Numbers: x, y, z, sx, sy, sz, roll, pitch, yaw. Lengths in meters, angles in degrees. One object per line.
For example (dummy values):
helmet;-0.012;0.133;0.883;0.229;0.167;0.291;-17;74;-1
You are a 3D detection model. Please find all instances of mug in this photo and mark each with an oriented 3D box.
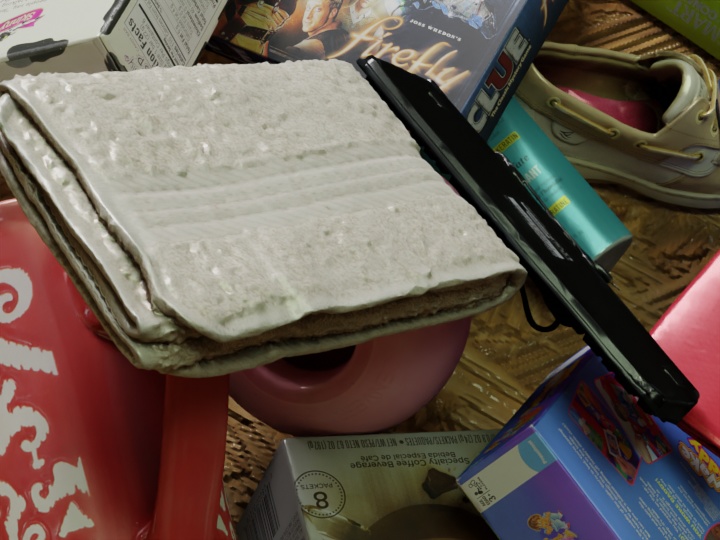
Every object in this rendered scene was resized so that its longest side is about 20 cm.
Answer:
mug;-0.113;0.078;0.772;0.132;0.178;0.201;-11;62;-12

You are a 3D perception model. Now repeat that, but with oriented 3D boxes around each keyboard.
keyboard;0.067;-0.005;0.838;0.200;0.040;0.104;53;16;21

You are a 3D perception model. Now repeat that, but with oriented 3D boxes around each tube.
tube;0.058;-0.071;1.030;0.200;0.077;0.050;48;7;16

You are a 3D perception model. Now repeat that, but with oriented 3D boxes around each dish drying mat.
dish drying mat;0.203;-0.004;0.857;0.077;0.018;0.200;36;75;30

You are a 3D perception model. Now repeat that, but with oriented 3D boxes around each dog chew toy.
dog chew toy;0.000;0.000;0.897;0.124;0.125;0.200;33;19;5

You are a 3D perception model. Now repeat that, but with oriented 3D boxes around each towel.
towel;-0.037;-0.028;0.740;0.199;0.035;0.133;-12;55;-46

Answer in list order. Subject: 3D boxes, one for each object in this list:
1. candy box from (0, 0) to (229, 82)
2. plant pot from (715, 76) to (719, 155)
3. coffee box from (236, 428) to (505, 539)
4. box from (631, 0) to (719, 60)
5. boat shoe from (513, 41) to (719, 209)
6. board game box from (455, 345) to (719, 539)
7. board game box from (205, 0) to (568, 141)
candy box;-0.130;-0.140;0.958;0.135;0.061;0.201;-8;40;30
plant pot;0.274;-0.015;0.967;0.178;0.201;0.201;-8;52;8
coffee box;0.029;0.171;0.809;0.112;0.080;0.201;-1;53;-24
box;0.245;-0.172;1.192;0.199;0.048;0.122;36;48;8
boat shoe;0.165;-0.085;1.075;0.198;0.069;0.074;3;52;-19
board game box;0.138;0.133;0.843;0.201;0.045;0.134;53;28;1
board game box;0.007;-0.150;0.989;0.199;0.035;0.136;25;80;33
